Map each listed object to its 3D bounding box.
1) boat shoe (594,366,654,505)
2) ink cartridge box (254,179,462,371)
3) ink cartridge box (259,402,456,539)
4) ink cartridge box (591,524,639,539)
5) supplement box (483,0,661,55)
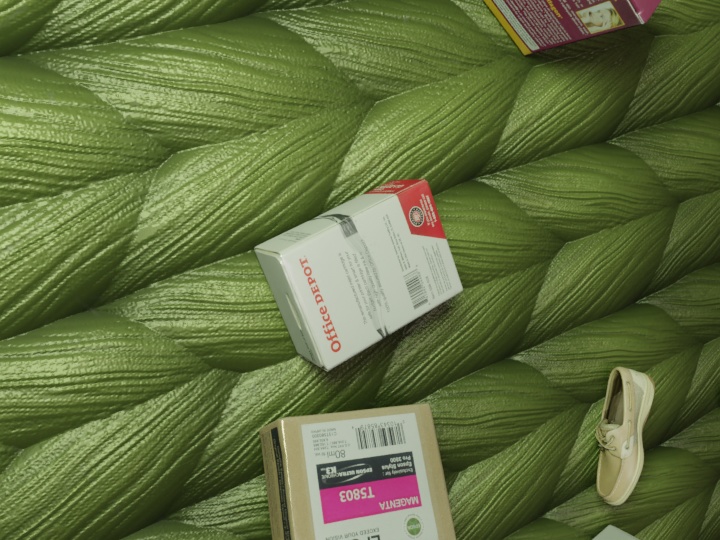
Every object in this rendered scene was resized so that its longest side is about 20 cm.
[{"bbox_3d":[0.379,0.244,1.044,0.065,0.072,0.201,18,84,-20],"label":"boat shoe"},{"bbox_3d":[0.000,0.000,0.804,0.200,0.084,0.145,-28,108,-24],"label":"ink cartridge box"},{"bbox_3d":[-0.003,0.245,0.800,0.199,0.075,0.165,-1,69,-29],"label":"ink cartridge box"},{"bbox_3d":[0.386,0.518,1.063,0.145,0.083,0.200,-30,108,-22],"label":"ink cartridge box"},{"bbox_3d":[0.252,-0.355,0.839,0.131,0.200,0.103,44,75,-25],"label":"supplement box"}]
